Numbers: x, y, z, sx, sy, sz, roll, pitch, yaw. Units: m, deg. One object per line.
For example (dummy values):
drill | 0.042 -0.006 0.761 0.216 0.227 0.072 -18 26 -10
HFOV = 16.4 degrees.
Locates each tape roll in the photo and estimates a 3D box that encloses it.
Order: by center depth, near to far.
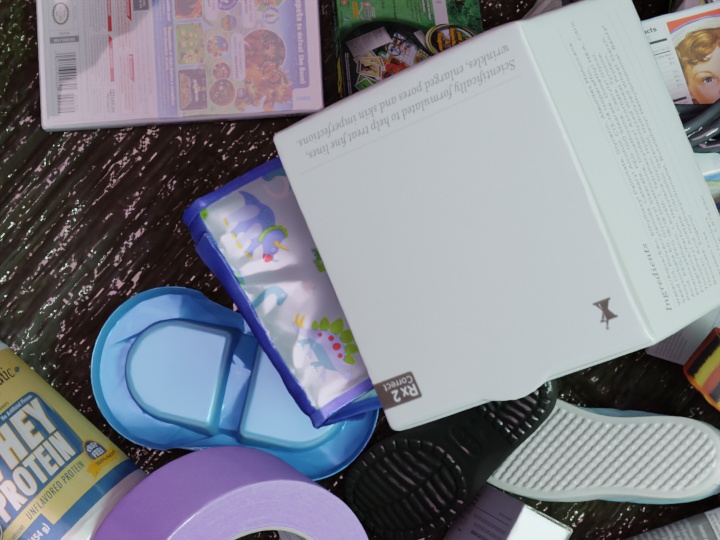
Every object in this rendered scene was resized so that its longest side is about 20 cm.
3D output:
tape roll | -0.089 0.219 1.629 0.199 0.066 0.201 -14 115 -32

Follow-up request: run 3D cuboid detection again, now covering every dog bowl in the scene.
dog bowl | -0.084 0.079 1.711 0.199 0.050 0.112 13 86 4

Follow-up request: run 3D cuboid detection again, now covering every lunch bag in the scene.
lunch bag | 0.000 0.000 1.636 0.200 0.127 0.170 -23 74 -39

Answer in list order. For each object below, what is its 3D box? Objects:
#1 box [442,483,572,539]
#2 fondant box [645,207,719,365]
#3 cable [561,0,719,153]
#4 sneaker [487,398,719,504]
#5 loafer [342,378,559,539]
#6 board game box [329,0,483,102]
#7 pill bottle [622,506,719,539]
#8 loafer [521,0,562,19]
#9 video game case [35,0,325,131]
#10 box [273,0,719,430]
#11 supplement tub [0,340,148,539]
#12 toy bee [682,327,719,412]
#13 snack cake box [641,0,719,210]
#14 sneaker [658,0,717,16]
box | 0.060 0.240 1.633 0.041 0.156 0.201 28 88 -9
fondant box | 0.298 0.035 1.642 0.199 0.144 0.058 18 68 5
cable | 0.202 -0.163 1.545 0.162 0.051 0.201 1 72 10
sneaker | 0.162 0.127 1.686 0.199 0.082 0.074 9 83 28
loafer | 0.069 0.112 1.664 0.073 0.071 0.200 49 123 -2
board game box | 0.033 -0.148 1.668 0.104 0.024 0.201 4 45 -8
pill bottle | 0.195 0.230 1.650 0.199 0.111 0.111 -19 84 1
loafer | 0.136 -0.152 1.713 0.200 0.070 0.070 -43 89 7
video game case | -0.128 -0.175 1.752 0.199 0.018 0.144 -3 84 3
box | 0.088 -0.035 1.482 0.198 0.131 0.201 -22 91 37
supplement tub | -0.251 0.135 1.666 0.200 0.145 0.145 41 88 6
toy bee | 0.304 0.105 1.588 0.199 0.109 0.131 6 117 -20
snack cake box | 0.224 -0.104 1.576 0.199 0.067 0.115 -14 68 -1
sneaker | 0.243 -0.167 1.709 0.076 0.075 0.201 18 97 -3
